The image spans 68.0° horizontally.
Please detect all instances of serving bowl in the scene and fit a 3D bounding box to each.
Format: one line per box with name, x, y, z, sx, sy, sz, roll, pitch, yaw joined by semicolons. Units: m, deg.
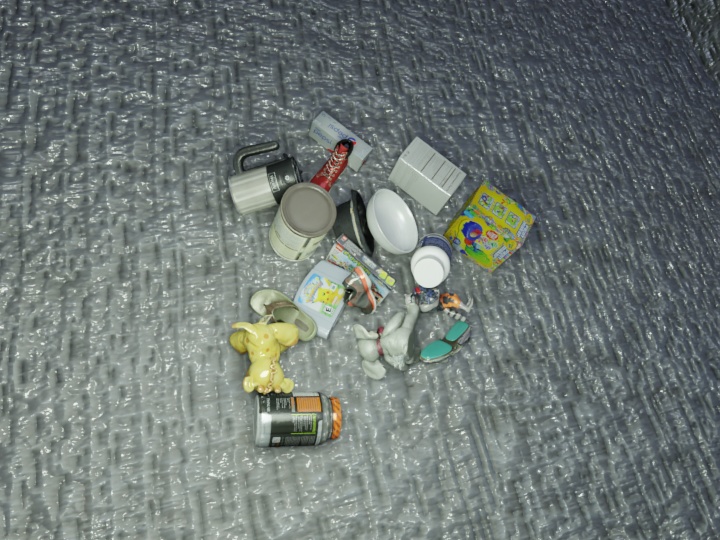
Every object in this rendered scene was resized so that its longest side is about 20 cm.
serving bowl;0.083;-0.135;1.572;0.199;0.065;0.203;27;50;-37

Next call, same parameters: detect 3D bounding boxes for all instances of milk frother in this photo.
milk frother;-0.258;-0.252;1.513;0.185;0.200;0.183;-15;77;2

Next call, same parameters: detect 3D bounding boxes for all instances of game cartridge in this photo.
game cartridge;-0.103;0.072;1.438;0.132;0.041;0.202;22;64;13

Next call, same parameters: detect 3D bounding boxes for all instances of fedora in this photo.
fedora;-0.027;-0.125;1.528;0.090;0.201;0.204;-14;67;12

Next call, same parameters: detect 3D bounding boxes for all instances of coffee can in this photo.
coffee can;-0.159;-0.125;1.426;0.144;0.200;0.149;6;71;-17

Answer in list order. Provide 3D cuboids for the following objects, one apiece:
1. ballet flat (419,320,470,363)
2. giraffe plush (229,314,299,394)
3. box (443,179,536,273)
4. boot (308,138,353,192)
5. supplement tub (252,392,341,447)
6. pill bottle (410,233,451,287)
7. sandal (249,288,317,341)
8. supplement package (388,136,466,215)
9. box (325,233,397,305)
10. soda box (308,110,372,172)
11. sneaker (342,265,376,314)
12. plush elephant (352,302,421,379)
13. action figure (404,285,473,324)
ballet flat;0.241;0.216;1.481;0.199;0.072;0.072;-32;78;-34
giraffe plush;-0.223;0.213;1.258;0.169;0.200;0.165;-4;69;-11
box;0.383;-0.128;1.612;0.191;0.200;0.123;34;60;2
boot;-0.091;-0.298;1.572;0.072;0.144;0.201;34;62;-1
supplement tub;-0.151;0.351;1.261;0.196;0.123;0.125;4;64;-16
pill bottle;0.200;-0.026;1.504;0.110;0.112;0.200;33;23;-1
sandal;-0.197;0.108;1.369;0.199;0.057;0.081;29;87;15
supplement package;0.209;-0.297;1.683;0.199;0.117;0.118;38;60;2
box;0.000;0.000;1.480;0.199;0.110;0.035;41;54;4
soda box;-0.064;-0.404;1.673;0.199;0.068;0.064;38;59;1
sneaker;-0.013;0.064;1.411;0.081;0.201;0.077;-31;56;-11
plush elephant;0.064;0.193;1.402;0.152;0.168;0.200;3;21;22
action figure;0.215;0.096;1.488;0.190;0.200;0.107;5;104;9
